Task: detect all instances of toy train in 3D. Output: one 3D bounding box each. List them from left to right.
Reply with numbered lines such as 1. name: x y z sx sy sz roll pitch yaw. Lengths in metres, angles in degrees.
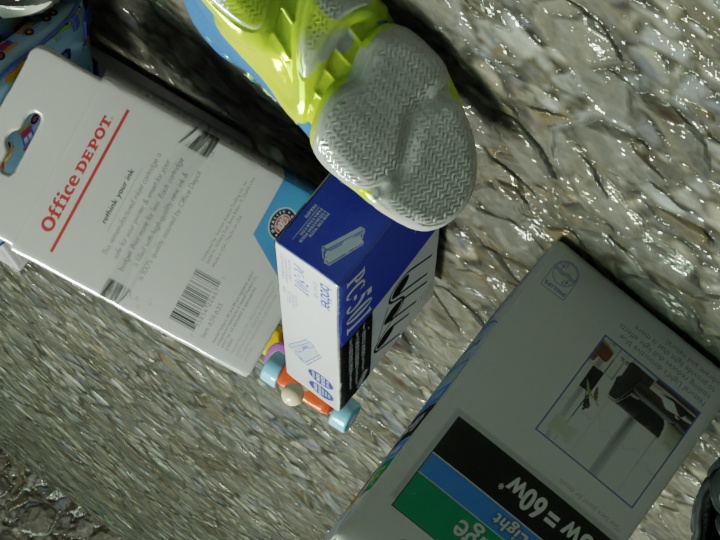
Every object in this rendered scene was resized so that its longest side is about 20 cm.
1. toy train: -0.068 0.036 1.432 0.199 0.056 0.150 33 -176 16

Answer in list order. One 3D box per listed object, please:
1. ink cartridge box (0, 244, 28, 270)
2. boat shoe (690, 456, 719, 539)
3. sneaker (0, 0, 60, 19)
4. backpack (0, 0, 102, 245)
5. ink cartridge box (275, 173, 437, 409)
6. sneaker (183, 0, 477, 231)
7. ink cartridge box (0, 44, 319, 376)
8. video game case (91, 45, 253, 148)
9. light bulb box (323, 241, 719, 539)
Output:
1. ink cartridge box: -0.346 -0.086 1.771 0.094 0.044 0.200 26 158 33
2. boat shoe: 0.213 0.125 1.100 0.074 0.066 0.199 39 163 2
3. sneaker: -0.246 -0.214 1.200 0.199 0.074 0.080 29 149 14
4. backpack: -0.245 -0.083 1.280 0.134 0.183 0.201 31 143 24
5. ink cartridge box: 0.000 0.000 1.157 0.044 0.094 0.200 35 163 13
6. sneaker: -0.021 -0.107 1.024 0.200 0.076 0.105 53 172 -16
7. ink cartridge box: -0.125 -0.039 1.226 0.199 0.116 0.067 30 -172 -8
8. video game case: -0.135 -0.077 1.392 0.199 0.024 0.182 31 161 24
9. light bulb box: 0.077 0.120 1.141 0.125 0.200 0.198 38 162 3
